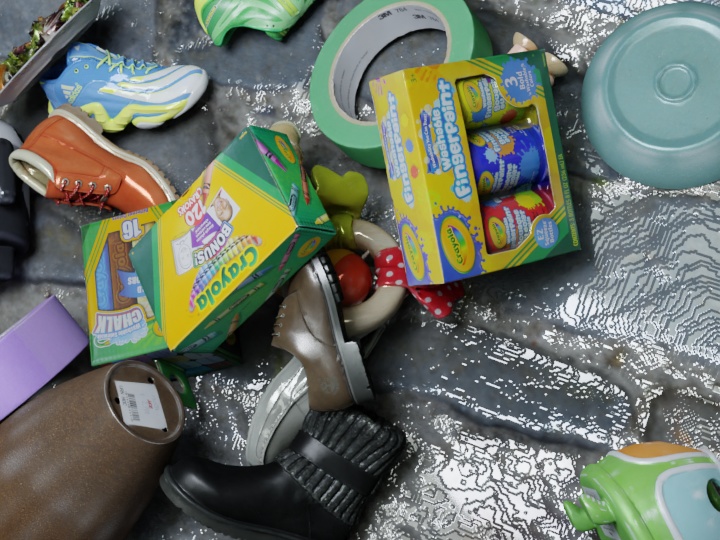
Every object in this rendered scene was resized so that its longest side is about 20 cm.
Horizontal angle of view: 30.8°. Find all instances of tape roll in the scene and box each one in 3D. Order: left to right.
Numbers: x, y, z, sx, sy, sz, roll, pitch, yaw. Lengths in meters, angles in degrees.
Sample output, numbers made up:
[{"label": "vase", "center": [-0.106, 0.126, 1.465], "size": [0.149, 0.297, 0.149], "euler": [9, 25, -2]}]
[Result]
[{"label": "tape roll", "center": [-0.384, 0.113, 1.383], "size": [0.200, 0.200, 0.066], "euler": [-37, 98, 7]}, {"label": "tape roll", "center": [0.040, -0.206, 1.373], "size": [0.199, 0.048, 0.202], "euler": [-15, 59, 27]}]

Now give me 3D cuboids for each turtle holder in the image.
[{"label": "turtle holder", "center": [0.277, 0.237, 1.152], "size": [0.131, 0.141, 0.186], "euler": [-27, 58, -7]}]

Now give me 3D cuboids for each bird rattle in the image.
[{"label": "bird rattle", "center": [0.000, 0.000, 1.324], "size": [0.200, 0.113, 0.163], "euler": [38, 70, 12]}]

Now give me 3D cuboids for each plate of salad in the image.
[{"label": "plate of salad", "center": [-0.366, -0.257, 1.493], "size": [0.200, 0.200, 0.048], "euler": [-45, 102, 4]}]

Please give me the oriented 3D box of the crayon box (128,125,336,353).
[{"label": "crayon box", "center": [-0.125, -0.025, 1.236], "size": [0.200, 0.058, 0.119], "euler": [-43, 62, 28]}]

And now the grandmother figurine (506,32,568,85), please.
[{"label": "grandmother figurine", "center": [0.120, -0.151, 1.355], "size": [0.121, 0.061, 0.200], "euler": [38, 88, 33]}]

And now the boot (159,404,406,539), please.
[{"label": "boot", "center": [-0.074, 0.183, 1.273], "size": [0.210, 0.079, 0.159], "euler": [23, 99, -19]}]

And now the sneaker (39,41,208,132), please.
[{"label": "sneaker", "center": [-0.276, -0.213, 1.478], "size": [0.198, 0.105, 0.076], "euler": [-15, 42, 16]}]

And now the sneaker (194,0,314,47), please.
[{"label": "sneaker", "center": [-0.086, -0.304, 1.471], "size": [0.198, 0.074, 0.084], "euler": [-15, 96, 12]}]

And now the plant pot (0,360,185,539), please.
[{"label": "plant pot", "center": [-0.268, 0.182, 1.296], "size": [0.200, 0.186, 0.188], "euler": [-41, 64, 32]}]

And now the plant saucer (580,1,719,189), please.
[{"label": "plant saucer", "center": [0.316, -0.182, 1.305], "size": [0.198, 0.036, 0.202], "euler": [-5, 75, 18]}]

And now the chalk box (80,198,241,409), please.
[{"label": "chalk box", "center": [-0.208, 0.048, 1.381], "size": [0.123, 0.125, 0.202], "euler": [-13, 71, 16]}]

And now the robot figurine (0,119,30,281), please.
[{"label": "robot figurine", "center": [-0.440, -0.080, 1.500], "size": [0.149, 0.125, 0.202], "euler": [-10, 73, 13]}]

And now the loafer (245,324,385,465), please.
[{"label": "loafer", "center": [-0.047, 0.121, 1.334], "size": [0.070, 0.070, 0.201], "euler": [29, 86, 32]}]

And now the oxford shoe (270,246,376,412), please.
[{"label": "oxford shoe", "center": [-0.054, 0.038, 1.242], "size": [0.084, 0.073, 0.202], "euler": [-18, 81, 5]}]

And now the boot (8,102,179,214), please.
[{"label": "boot", "center": [-0.291, -0.092, 1.442], "size": [0.199, 0.075, 0.107], "euler": [35, 48, 9]}]

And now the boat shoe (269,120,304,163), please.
[{"label": "boat shoe", "center": [-0.090, -0.122, 1.351], "size": [0.071, 0.200, 0.077], "euler": [28, 80, -9]}]

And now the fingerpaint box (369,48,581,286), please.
[{"label": "fingerpaint box", "center": [0.112, -0.099, 1.252], "size": [0.166, 0.073, 0.202], "euler": [-12, 93, -28]}]
